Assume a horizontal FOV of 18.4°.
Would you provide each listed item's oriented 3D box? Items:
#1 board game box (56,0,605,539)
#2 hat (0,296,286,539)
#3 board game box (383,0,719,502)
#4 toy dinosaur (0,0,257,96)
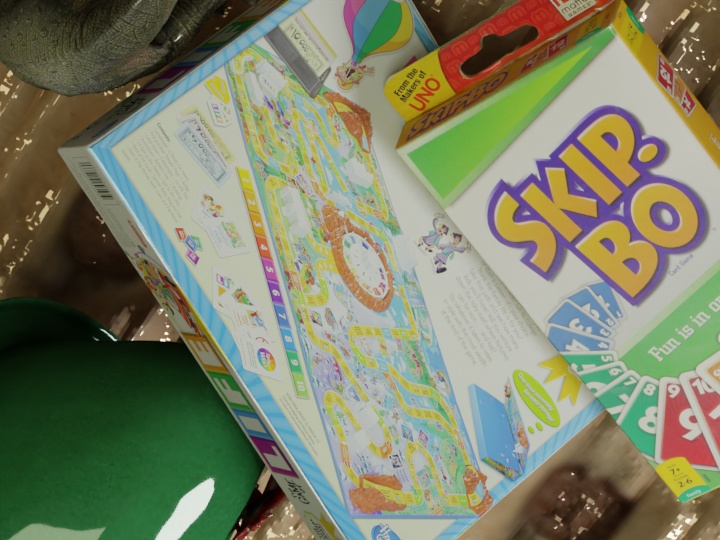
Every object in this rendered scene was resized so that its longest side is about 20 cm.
[{"bbox_3d":[0.000,0.000,0.812,0.134,0.034,0.200,-38,107,-20],"label":"board game box"},{"bbox_3d":[-0.047,0.066,0.818,0.176,0.200,0.166,-16,132,33],"label":"hat"},{"bbox_3d":[0.099,-0.009,0.794,0.095,0.030,0.200,-29,109,29],"label":"board game box"},{"bbox_3d":[-0.091,-0.091,0.776,0.102,0.200,0.077,-34,125,-16],"label":"toy dinosaur"}]
